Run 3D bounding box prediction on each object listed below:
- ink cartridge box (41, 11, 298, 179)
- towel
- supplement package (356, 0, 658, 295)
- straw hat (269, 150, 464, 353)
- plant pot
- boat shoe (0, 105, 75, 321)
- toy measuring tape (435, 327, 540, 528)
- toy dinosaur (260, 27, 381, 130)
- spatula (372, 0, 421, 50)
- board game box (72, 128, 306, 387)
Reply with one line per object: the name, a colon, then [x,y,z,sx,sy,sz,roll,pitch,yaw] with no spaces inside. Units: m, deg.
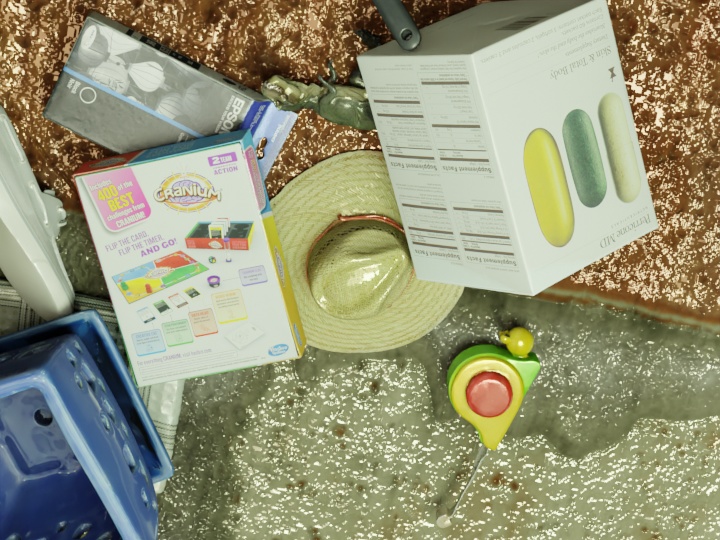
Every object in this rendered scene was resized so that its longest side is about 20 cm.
ink cartridge box: [-0.163,-0.134,1.526,0.200,0.039,0.099,25,105,-8]
towel: [-0.258,0.118,1.605,0.192,0.035,0.200,13,107,-4]
supplement package: [0.121,-0.105,1.448,0.152,0.151,0.200,-27,110,-32]
straw hat: [0.000,0.000,1.543,0.201,0.085,0.201,0,107,0]
plant pot: [-0.281,0.153,1.499,0.200,0.180,0.200,-18,109,16]
boat shoe: [-0.292,-0.051,1.539,0.069,0.072,0.200,-35,100,-31]
toy measuring tape: [0.095,0.134,1.595,0.074,0.074,0.200,25,105,-8]
toy dinosaur: [0.017,-0.151,1.521,0.200,0.047,0.088,19,110,-11]
spatula: [0.003,-0.249,1.437,0.057,0.200,0.021,-33,146,10]
board game box: [-0.144,-0.009,1.521,0.153,0.040,0.200,-10,108,11]
